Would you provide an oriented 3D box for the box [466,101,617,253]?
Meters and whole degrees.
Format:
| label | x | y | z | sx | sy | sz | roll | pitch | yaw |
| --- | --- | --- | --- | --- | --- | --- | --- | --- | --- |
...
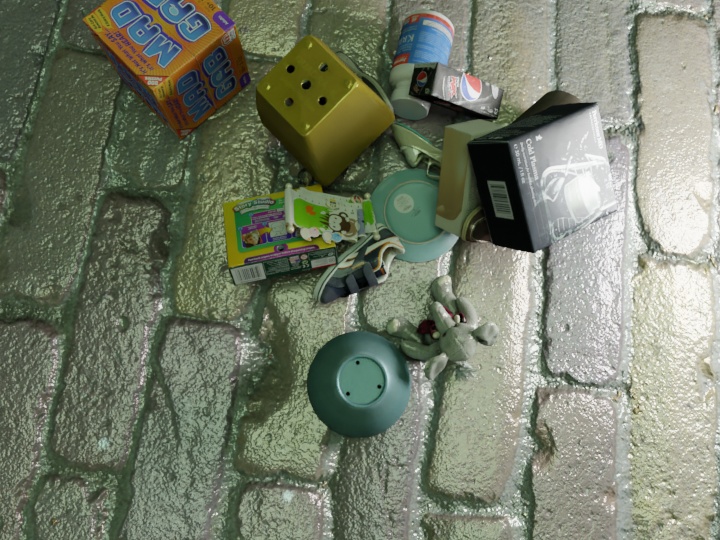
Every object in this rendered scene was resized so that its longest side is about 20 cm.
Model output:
| label | x | y | z | sx | sy | sz | roll | pitch | yaw |
| --- | --- | --- | --- | --- | --- | --- | --- | --- | --- |
| box | 0.318 | -0.164 | 1.045 | 0.196 | 0.124 | 0.201 | -26 | 110 | -19 |

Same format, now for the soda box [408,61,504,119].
| label | x | y | z | sx | sy | sz | roll | pitch | yaw |
| --- | --- | --- | --- | --- | --- | --- | --- | --- | --- |
| soda box | 0.194 | -0.354 | 1.189 | 0.199 | 0.071 | 0.064 | 5 | 100 | -39 |

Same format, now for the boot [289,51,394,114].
| label | x | y | z | sx | sy | sz | roll | pitch | yaw |
| --- | --- | --- | --- | --- | --- | --- | --- | --- | --- |
| boot | -0.041 | -0.346 | 1.233 | 0.154 | 0.074 | 0.204 | -38 | 67 | -8 |

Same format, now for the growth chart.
| label | x | y | z | sx | sy | sz | roll | pitch | yaw |
| --- | --- | --- | --- | --- | --- | --- | --- | --- | --- |
| growth chart | -0.054 | -0.105 | 1.122 | 0.199 | 0.018 | 0.145 | 5 | 48 | -27 |

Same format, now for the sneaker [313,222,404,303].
| label | x | y | z | sx | sy | sz | roll | pitch | yaw |
| --- | --- | --- | --- | --- | --- | --- | --- | --- | --- |
| sneaker | 0.000 | 0.000 | 1.150 | 0.200 | 0.078 | 0.079 | -46 | 66 | -7 |

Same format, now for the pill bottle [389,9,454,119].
| label | x | y | z | sx | sy | sz | roll | pitch | yaw |
| --- | --- | --- | --- | --- | --- | --- | --- | --- | --- |
| pill bottle | 0.122 | -0.423 | 1.241 | 0.112 | 0.112 | 0.201 | 14 | 76 | 1 |

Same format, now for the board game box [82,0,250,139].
| label | x | y | z | sx | sy | sz | roll | pitch | yaw |
| --- | --- | --- | --- | --- | --- | --- | --- | --- | --- |
| board game box | -0.369 | -0.430 | 1.180 | 0.200 | 0.200 | 0.200 | -43 | 82 | -10 |

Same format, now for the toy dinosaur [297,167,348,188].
| label | x | y | z | sx | sy | sz | roll | pitch | yaw |
| --- | --- | --- | --- | --- | --- | --- | --- | --- | --- |
| toy dinosaur | -0.055 | -0.239 | 1.229 | 0.088 | 0.047 | 0.200 | 26 | 74 | 11 |

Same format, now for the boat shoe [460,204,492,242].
| label | x | y | z | sx | sy | sz | roll | pitch | yaw |
| --- | --- | --- | --- | --- | --- | --- | --- | --- | --- |
| boat shoe | 0.273 | -0.085 | 1.142 | 0.072 | 0.200 | 0.072 | 30 | 118 | 40 |

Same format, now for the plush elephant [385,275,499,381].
| label | x | y | z | sx | sy | sz | roll | pitch | yaw |
| --- | --- | --- | --- | --- | --- | --- | --- | --- | --- |
| plush elephant | 0.159 | 0.115 | 1.097 | 0.164 | 0.155 | 0.200 | -34 | 80 | -9 |

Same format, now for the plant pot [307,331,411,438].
| label | x | y | z | sx | sy | sz | roll | pitch | yaw |
| --- | --- | --- | --- | --- | --- | --- | --- | --- | --- |
| plant pot | 0.000 | 0.204 | 1.084 | 0.199 | 0.135 | 0.201 | 0 | 78 | -2 |

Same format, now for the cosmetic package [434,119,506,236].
| label | x | y | z | sx | sy | sz | roll | pitch | yaw |
| --- | --- | --- | --- | --- | --- | --- | --- | --- | --- |
| cosmetic package | 0.208 | -0.176 | 1.135 | 0.105 | 0.201 | 0.071 | -18 | 34 | -35 |

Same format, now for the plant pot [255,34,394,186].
| label | x | y | z | sx | sy | sz | roll | pitch | yaw |
| --- | --- | --- | --- | --- | --- | --- | --- | --- | --- |
| plant pot | -0.080 | -0.309 | 1.109 | 0.200 | 0.176 | 0.200 | -44 | 79 | 3 |

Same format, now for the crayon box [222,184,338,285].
| label | x | y | z | sx | sy | sz | roll | pitch | yaw |
| --- | --- | --- | --- | --- | --- | --- | --- | --- | --- |
| crayon box | -0.156 | -0.072 | 1.146 | 0.199 | 0.058 | 0.173 | -11 | 50 | -5 |

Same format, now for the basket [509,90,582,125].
| label | x | y | z | sx | sy | sz | roll | pitch | yaw |
| --- | --- | --- | --- | --- | --- | --- | --- | --- | --- |
| basket | 0.360 | -0.254 | 1.204 | 0.180 | 0.136 | 0.200 | 40 | 75 | -5 |

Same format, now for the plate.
| label | x | y | z | sx | sy | sz | roll | pitch | yaw |
| --- | --- | --- | --- | --- | --- | --- | --- | --- | --- |
| plate | 0.113 | -0.116 | 1.216 | 0.199 | 0.026 | 0.201 | 0 | 78 | -2 |

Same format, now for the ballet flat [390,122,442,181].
| label | x | y | z | sx | sy | sz | roll | pitch | yaw |
| --- | --- | --- | --- | --- | --- | --- | --- | --- | --- |
| ballet flat | 0.138 | -0.230 | 1.223 | 0.200 | 0.069 | 0.070 | 30 | 78 | 5 |
